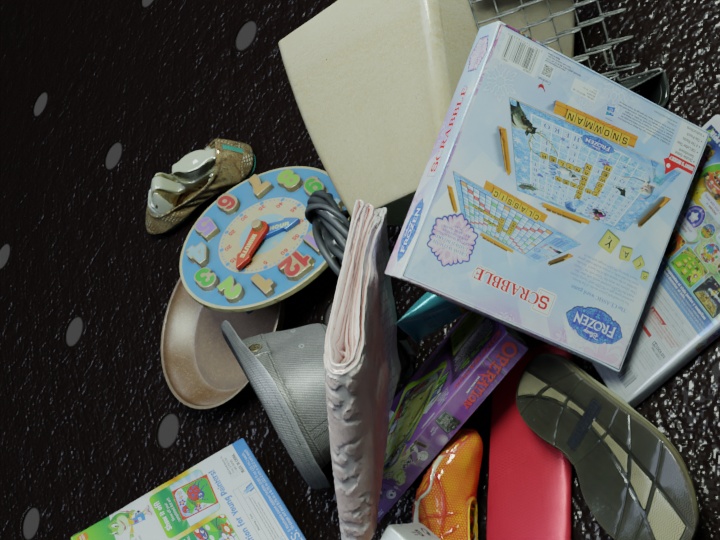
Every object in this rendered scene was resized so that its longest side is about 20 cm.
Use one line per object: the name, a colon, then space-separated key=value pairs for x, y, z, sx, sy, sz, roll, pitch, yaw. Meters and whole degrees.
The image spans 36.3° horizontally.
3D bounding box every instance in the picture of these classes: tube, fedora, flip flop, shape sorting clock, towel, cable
tube: x=0.116 y=-0.009 z=0.921 sx=0.199 sy=0.077 sz=0.051 roll=-38 pitch=62 yaw=3
fedora: x=-0.052 y=0.109 z=1.037 sx=0.090 sy=0.178 sz=0.200 roll=-29 pitch=18 yaw=-8
flip flop: x=0.190 y=0.136 z=0.835 sx=0.082 sy=0.057 sz=0.200 roll=-58 pitch=38 yaw=13
shape sorting clock: x=-0.103 y=-0.038 z=1.163 sx=0.198 sy=0.039 sz=0.202 roll=-12 pitch=49 yaw=14
towel: x=0.004 y=0.080 z=0.835 sx=0.032 sy=0.202 sz=0.192 roll=2 pitch=40 yaw=8
cable: x=0.000 y=0.000 z=0.996 sx=0.050 sy=0.201 sz=0.164 roll=-22 pitch=45 yaw=4

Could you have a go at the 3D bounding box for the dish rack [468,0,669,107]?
dish rack: x=0.160 y=-0.202 z=0.890 sx=0.054 sy=0.153 sz=0.202 roll=1 pitch=115 yaw=58

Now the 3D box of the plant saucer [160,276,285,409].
plant saucer: x=-0.145 y=0.057 z=1.214 sx=0.199 sy=0.036 sz=0.203 roll=-19 pitch=61 yaw=38

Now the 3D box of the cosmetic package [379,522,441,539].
cosmetic package: x=0.079 y=0.291 z=0.819 sx=0.199 sy=0.071 sz=0.102 roll=36 pitch=96 yaw=26

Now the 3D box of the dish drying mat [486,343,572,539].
dish drying mat: x=0.140 y=0.160 z=0.902 sx=0.076 sy=0.018 sz=0.202 roll=-12 pitch=63 yaw=39

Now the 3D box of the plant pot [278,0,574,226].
plant pot: x=0.070 y=-0.141 z=0.971 sx=0.199 sy=0.198 sz=0.179 roll=-22 pitch=71 yaw=47

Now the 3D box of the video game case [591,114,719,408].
video game case: x=0.247 y=-0.007 z=0.866 sx=0.200 sy=0.018 sz=0.144 roll=-46 pitch=46 yaw=21

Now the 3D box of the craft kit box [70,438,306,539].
craft kit box: x=-0.151 y=0.283 z=1.039 sx=0.196 sy=0.049 sz=0.200 roll=-26 pitch=45 yaw=-15

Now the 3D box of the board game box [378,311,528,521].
board game box: x=0.066 y=0.110 z=0.946 sx=0.200 sy=0.032 sz=0.120 roll=-51 pitch=7 yaw=17

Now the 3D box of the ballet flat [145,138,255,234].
ballet flat: x=-0.213 y=-0.107 z=1.328 sx=0.199 sy=0.065 sz=0.071 roll=-31 pitch=54 yaw=32

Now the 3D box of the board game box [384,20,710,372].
board game box: x=0.144 y=-0.052 z=0.833 sx=0.201 sy=0.198 sz=0.041 roll=-68 pitch=18 yaw=-3

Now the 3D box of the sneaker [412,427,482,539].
sneaker: x=0.076 y=0.232 z=0.912 sx=0.076 sy=0.073 sz=0.202 roll=13 pitch=86 yaw=25
